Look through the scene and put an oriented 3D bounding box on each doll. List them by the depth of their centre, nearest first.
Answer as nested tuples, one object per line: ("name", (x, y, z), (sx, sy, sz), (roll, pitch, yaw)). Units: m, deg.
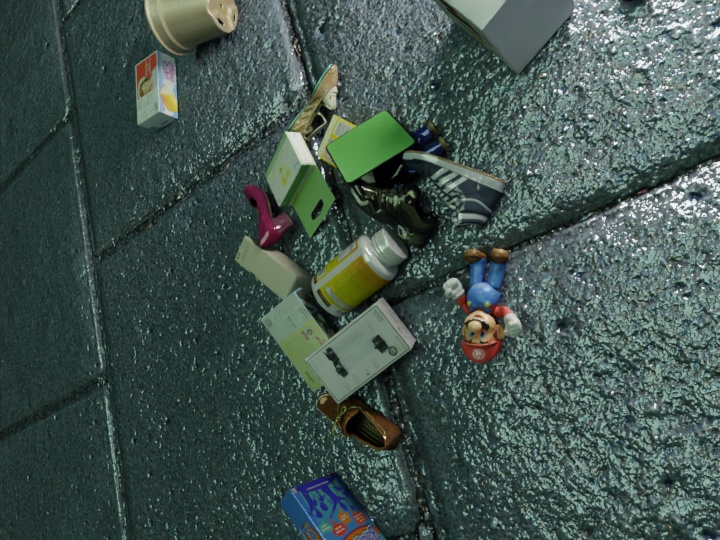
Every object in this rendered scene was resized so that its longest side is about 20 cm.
("doll", (0.085, -0.207, 1.068), (0.199, 0.048, 0.137), (-36, 78, 20))

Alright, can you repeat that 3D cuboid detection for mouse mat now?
("mouse mat", (0.015, -0.256, 1.076), (0.160, 0.008, 0.201), (-31, 39, 4))

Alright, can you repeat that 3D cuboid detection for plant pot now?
("plant pot", (-0.444, -0.703, 1.433), (0.182, 0.200, 0.203), (1, 85, 23))

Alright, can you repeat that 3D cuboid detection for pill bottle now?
("pill bottle", (0.000, 0.000, 1.082), (0.200, 0.109, 0.110), (-38, 65, 26))

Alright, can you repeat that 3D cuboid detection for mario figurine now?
("mario figurine", (0.213, 0.060, 0.927), (0.123, 0.105, 0.202), (158, 120, -67))

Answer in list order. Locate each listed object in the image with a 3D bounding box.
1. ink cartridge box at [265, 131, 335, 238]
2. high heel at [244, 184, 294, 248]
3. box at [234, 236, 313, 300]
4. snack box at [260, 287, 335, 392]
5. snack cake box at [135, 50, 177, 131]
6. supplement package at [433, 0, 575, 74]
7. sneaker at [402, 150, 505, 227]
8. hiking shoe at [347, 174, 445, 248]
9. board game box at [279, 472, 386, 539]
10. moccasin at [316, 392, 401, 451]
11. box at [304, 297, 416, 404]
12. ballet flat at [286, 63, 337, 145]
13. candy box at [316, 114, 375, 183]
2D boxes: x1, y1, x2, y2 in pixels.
("ink cartridge box", (-0.144, -0.195, 1.215), (0.146, 0.048, 0.201), (-51, 56, 43))
("high heel", (-0.251, -0.135, 1.270), (0.096, 0.068, 0.200), (-38, 52, -16))
("box", (-0.201, -0.003, 1.240), (0.199, 0.082, 0.069), (35, 104, 33))
("snack box", (-0.115, 0.152, 1.147), (0.116, 0.037, 0.201), (-37, 88, 26))
("snack cake box", (-0.617, -0.540, 1.594), (0.114, 0.067, 0.202), (-14, 77, 35))
("supplement package", (0.232, -0.490, 0.924), (0.147, 0.191, 0.201), (-48, 61, 21))
("sneaker", (0.158, -0.149, 0.989), (0.198, 0.070, 0.109), (22, 100, 13))
("hiking shoe", (0.069, -0.138, 1.037), (0.199, 0.076, 0.101), (37, 111, -4))
("board game box", (-0.045, 0.504, 1.034), (0.200, 0.152, 0.045), (44, 109, 29))
("moccasin", (-0.015, 0.309, 1.078), (0.200, 0.077, 0.074), (28, 101, 33))
("box", (-0.001, 0.161, 1.060), (0.200, 0.060, 0.117), (-41, 87, 17))
("ballet flat", (-0.095, -0.377, 1.227), (0.065, 0.071, 0.201), (38, 111, 3))
("candy box", (-0.009, -0.260, 1.166), (0.199, 0.026, 0.103), (36, 110, 31))
